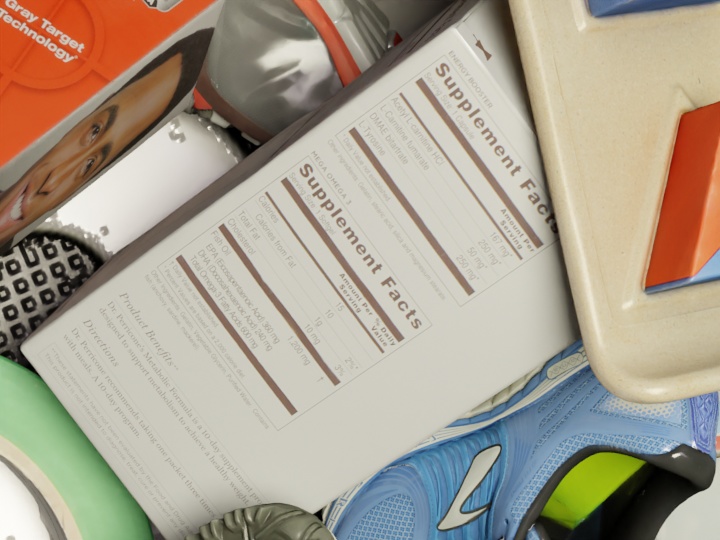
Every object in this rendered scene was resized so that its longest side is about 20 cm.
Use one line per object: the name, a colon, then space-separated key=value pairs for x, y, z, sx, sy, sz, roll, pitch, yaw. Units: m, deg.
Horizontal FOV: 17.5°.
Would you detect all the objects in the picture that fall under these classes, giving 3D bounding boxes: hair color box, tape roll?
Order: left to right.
tape roll: x=-0.173 y=0.124 z=0.854 sx=0.199 sy=0.048 sz=0.202 roll=1 pitch=86 yaw=-16
hair color box: x=-0.143 y=-0.040 z=0.811 sx=0.200 sy=0.102 sz=0.061 roll=-41 pitch=83 yaw=-22

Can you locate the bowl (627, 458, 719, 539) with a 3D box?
bowl: x=0.187 y=0.117 z=0.916 sx=0.199 sy=0.091 sz=0.202 roll=7 pitch=52 yaw=-9

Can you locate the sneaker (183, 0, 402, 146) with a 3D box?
sneaker: x=-0.029 y=-0.076 z=0.909 sx=0.081 sy=0.077 sz=0.201 roll=-25 pitch=101 yaw=16

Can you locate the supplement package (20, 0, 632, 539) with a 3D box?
supplement package: x=0.000 y=0.000 z=0.828 sx=0.199 sy=0.114 sz=0.110 roll=-35 pitch=97 yaw=23

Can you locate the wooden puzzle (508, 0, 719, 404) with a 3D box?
wooden puzzle: x=0.138 y=-0.070 z=0.765 sx=0.184 sy=0.046 sz=0.202 roll=-10 pitch=82 yaw=-29

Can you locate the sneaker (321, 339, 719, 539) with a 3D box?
sneaker: x=0.053 y=0.092 z=0.854 sx=0.078 sy=0.200 sz=0.090 roll=25 pitch=41 yaw=-29

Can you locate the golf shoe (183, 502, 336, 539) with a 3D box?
golf shoe: x=-0.035 y=0.150 z=0.836 sx=0.077 sy=0.201 sz=0.088 roll=38 pitch=42 yaw=25

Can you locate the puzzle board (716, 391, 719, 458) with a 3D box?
puzzle board: x=0.156 y=-0.027 z=0.930 sx=0.149 sy=0.017 sz=0.201 roll=-7 pitch=66 yaw=-20
